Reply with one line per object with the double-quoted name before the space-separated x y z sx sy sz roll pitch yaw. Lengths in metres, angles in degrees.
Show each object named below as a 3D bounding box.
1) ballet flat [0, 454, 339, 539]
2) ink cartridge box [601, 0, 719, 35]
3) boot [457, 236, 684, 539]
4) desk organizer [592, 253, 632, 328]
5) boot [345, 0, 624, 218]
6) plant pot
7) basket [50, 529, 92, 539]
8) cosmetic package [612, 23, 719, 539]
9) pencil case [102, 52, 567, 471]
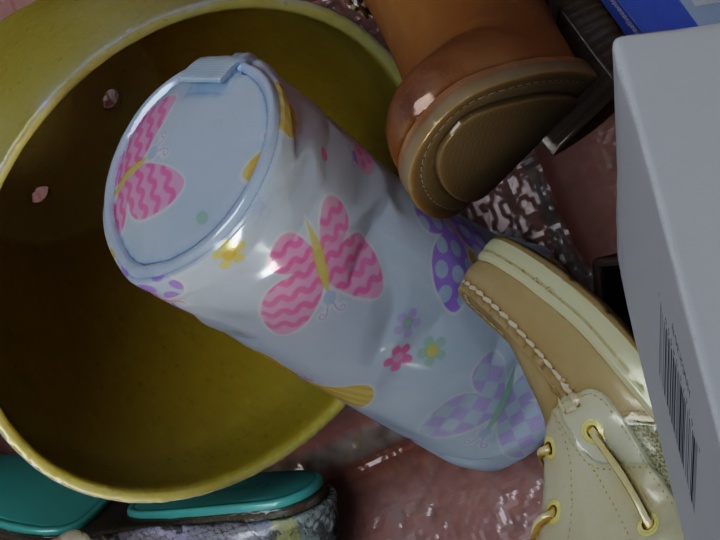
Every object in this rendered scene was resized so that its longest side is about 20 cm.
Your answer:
"ballet flat" -0.097 0.118 1.073 0.199 0.072 0.073 0 95 29
"ink cartridge box" 0.145 -0.114 0.869 0.199 0.042 0.119 -15 123 47
"boot" 0.060 0.102 0.866 0.155 0.073 0.200 -42 69 4
"desk organizer" 0.135 0.088 0.940 0.071 0.077 0.202 -4 93 28
"boot" 0.015 -0.102 0.914 0.074 0.200 0.155 -44 83 19
"plant pot" -0.091 -0.033 1.001 0.142 0.199 0.201 36 112 48
"basket" -0.159 0.201 1.039 0.136 0.123 0.200 58 144 5
"cosmetic package" 0.189 0.027 0.755 0.199 0.123 0.200 -10 55 0
"pencil case" 0.000 0.000 0.934 0.083 0.200 0.091 26 87 48
